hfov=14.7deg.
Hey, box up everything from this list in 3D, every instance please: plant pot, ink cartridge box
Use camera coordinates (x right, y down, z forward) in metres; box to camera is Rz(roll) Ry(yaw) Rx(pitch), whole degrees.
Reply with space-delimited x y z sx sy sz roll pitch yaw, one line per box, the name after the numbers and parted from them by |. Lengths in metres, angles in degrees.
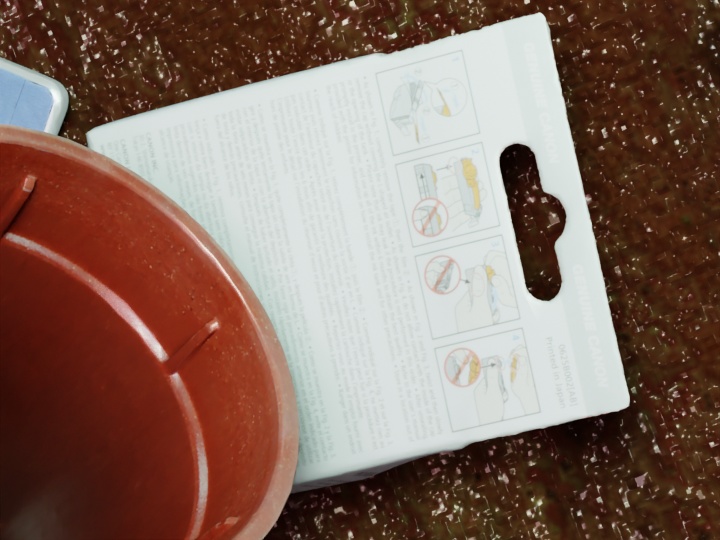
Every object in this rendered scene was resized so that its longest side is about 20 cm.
-0.158 0.081 1.077 0.201 0.200 0.195 54 131 11 | plant pot
0.000 0.000 1.123 0.199 0.057 0.164 -13 86 13 | ink cartridge box

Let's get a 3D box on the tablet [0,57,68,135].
-0.212 -0.007 1.206 0.130 0.014 0.201 22 95 16 | tablet
